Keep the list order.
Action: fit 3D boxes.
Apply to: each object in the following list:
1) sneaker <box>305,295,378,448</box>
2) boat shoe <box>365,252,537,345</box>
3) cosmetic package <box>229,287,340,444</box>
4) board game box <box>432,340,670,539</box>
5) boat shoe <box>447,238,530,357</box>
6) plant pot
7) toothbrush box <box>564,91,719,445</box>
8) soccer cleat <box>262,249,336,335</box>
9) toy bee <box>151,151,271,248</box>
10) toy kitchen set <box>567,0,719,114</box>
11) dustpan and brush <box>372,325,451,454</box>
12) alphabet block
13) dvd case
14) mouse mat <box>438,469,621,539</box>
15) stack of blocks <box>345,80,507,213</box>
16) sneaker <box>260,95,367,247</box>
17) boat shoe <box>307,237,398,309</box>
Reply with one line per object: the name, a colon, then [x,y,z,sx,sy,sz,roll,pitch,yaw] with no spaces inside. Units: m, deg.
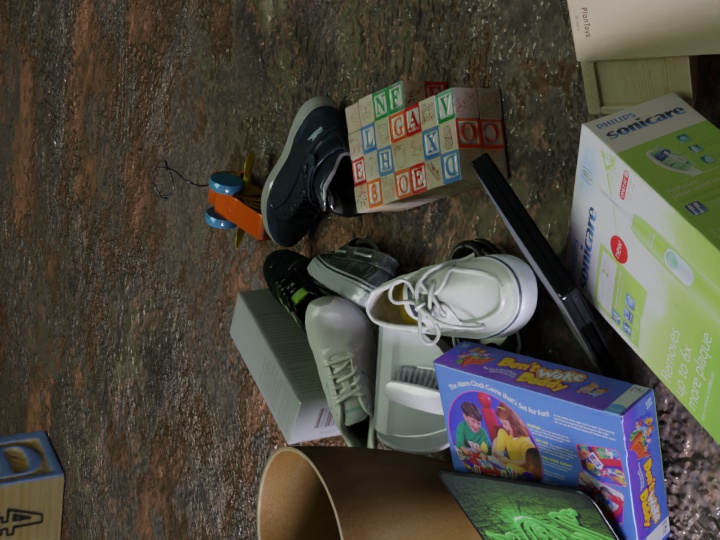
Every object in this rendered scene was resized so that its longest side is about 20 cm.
sneaker: [-0.009,0.118,1.187,0.081,0.069,0.202,-91,-15,-58]
boat shoe: [0.065,0.025,0.960,0.201,0.085,0.076,-3,92,59]
cosmetic package: [-0.077,0.110,1.337,0.201,0.100,0.072,56,140,41]
board game box: [0.157,0.146,0.919,0.199,0.045,0.136,13,122,47]
boat shoe: [0.121,0.070,1.013,0.073,0.060,0.203,-10,82,28]
plant pot: [0.025,0.254,1.083,0.186,0.198,0.189,14,106,59]
toothbrush box: [0.235,-0.004,0.762,0.147,0.085,0.201,88,157,-44]
soccer cleat: [-0.063,0.032,1.307,0.067,0.081,0.200,-42,53,1]
toy bee: [-0.170,-0.111,1.491,0.200,0.108,0.132,45,127,15]
toy kitchen set: [0.244,-0.246,0.786,0.161,0.182,0.201,2,137,24]
dustpan and brush: [0.089,0.131,1.090,0.198,0.057,0.142,12,108,28]
alphabet block: [-0.821,0.525,2.585,0.195,0.194,0.203,45,131,50]
dvd case: [0.154,0.008,0.874,0.017,0.200,0.144,-32,55,6]
mouse mat: [0.162,0.237,0.940,0.199,0.008,0.162,-8,121,56]
stack of blocks: [0.062,-0.131,1.106,0.199,0.058,0.117,-12,83,60]
sneaker: [-0.052,-0.081,1.293,0.147,0.076,0.204,58,139,43]
boat shoe: [0.000,0.000,1.230,0.072,0.072,0.200,-60,23,-2]
